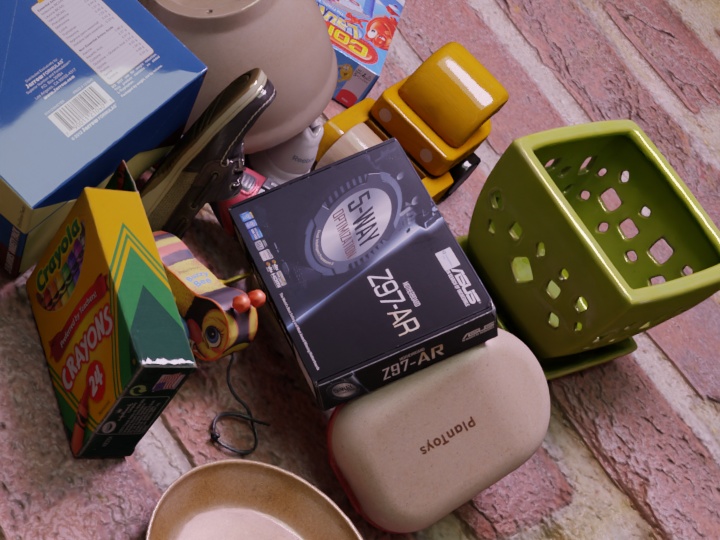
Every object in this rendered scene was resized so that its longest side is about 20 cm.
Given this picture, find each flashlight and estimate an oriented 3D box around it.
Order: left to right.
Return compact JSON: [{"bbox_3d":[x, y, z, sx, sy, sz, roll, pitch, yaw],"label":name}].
[{"bbox_3d":[-0.158,-0.089,1.403,0.200,0.068,0.068,28,4,0],"label":"flashlight"}]

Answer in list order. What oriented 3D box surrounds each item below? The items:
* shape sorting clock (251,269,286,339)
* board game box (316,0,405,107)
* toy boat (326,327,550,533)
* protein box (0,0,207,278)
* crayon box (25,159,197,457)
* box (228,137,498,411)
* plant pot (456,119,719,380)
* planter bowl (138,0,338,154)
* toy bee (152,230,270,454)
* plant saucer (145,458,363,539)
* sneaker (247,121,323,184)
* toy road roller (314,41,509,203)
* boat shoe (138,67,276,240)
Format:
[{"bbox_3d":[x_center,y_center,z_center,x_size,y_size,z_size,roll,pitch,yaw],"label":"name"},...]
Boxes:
[{"bbox_3d":[-0.006,0.023,1.443,0.200,0.039,0.200,18,44,-18],"label":"shape sorting clock"},{"bbox_3d":[-0.057,-0.292,1.687,0.200,0.056,0.196,30,40,-12],"label":"board game box"},{"bbox_3d":[0.060,0.127,1.339,0.200,0.131,0.131,-30,102,-14],"label":"toy boat"},{"bbox_3d":[-0.271,-0.145,1.271,0.200,0.135,0.199,43,61,5],"label":"protein box"},{"bbox_3d":[-0.200,0.027,1.219,0.051,0.127,0.200,3,50,-36],"label":"crayon box"},{"bbox_3d":[0.000,0.000,1.308,0.160,0.044,0.200,-22,57,-8],"label":"box"},{"bbox_3d":[0.212,-0.009,1.534,0.199,0.181,0.200,-12,61,-45],"label":"plant pot"},{"bbox_3d":[-0.126,-0.221,1.436,0.200,0.135,0.200,-3,52,4],"label":"planter bowl"},{"bbox_3d":[-0.122,0.032,1.291,0.200,0.109,0.131,39,37,-1],"label":"toy bee"},{"bbox_3d":[-0.077,0.237,1.189,0.200,0.035,0.200,21,43,-21],"label":"plant saucer"},{"bbox_3d":[-0.080,-0.173,1.533,0.074,0.087,0.200,0,53,-37],"label":"sneaker"},{"bbox_3d":[0.057,-0.141,1.563,0.123,0.146,0.200,45,39,7],"label":"toy road roller"},{"bbox_3d":[-0.128,-0.086,1.330,0.066,0.201,0.072,39,28,-13],"label":"boat shoe"}]
